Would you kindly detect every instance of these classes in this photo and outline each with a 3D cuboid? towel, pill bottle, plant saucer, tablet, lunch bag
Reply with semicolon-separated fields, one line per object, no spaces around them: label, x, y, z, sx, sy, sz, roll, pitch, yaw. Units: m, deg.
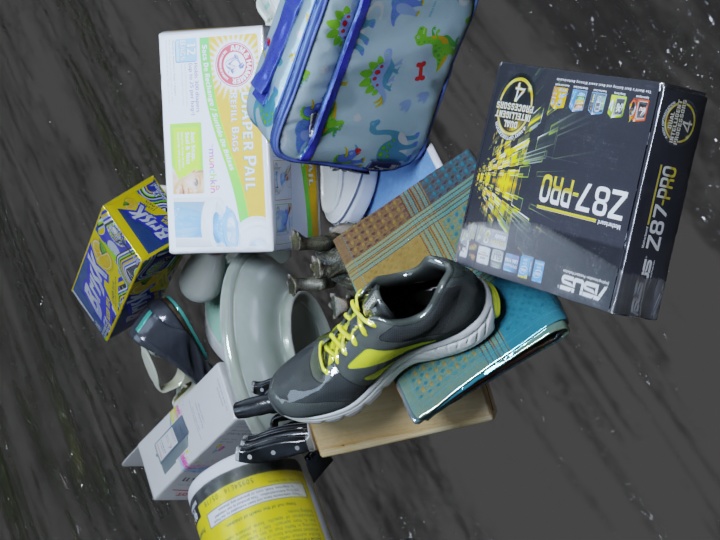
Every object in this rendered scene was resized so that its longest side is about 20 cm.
towel;0.070;0.011;1.331;0.146;0.022;0.201;-33;52;9
pill bottle;-0.072;0.266;1.447;0.114;0.113;0.201;-55;48;46
plant saucer;-0.065;0.075;1.532;0.050;0.200;0.202;-14;77;20
tablet;0.036;-0.073;1.469;0.131;0.014;0.201;-61;41;42
lunch bag;-0.001;-0.181;1.370;0.083;0.160;0.201;51;126;46

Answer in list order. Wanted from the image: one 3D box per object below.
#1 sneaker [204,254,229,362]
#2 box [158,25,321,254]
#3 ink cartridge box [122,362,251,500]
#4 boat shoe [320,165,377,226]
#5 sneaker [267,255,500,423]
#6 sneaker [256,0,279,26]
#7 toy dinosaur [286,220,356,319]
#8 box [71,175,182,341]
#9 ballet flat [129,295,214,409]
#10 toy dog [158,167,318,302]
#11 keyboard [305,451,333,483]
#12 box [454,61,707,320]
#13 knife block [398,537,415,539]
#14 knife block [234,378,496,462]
sneaker;-0.118;0.008;1.679;0.201;0.073;0.119;65;147;37
box;-0.108;-0.119;1.502;0.111;0.101;0.202;-1;94;24
ink cartridge box;-0.141;0.173;1.653;0.200;0.116;0.068;-45;55;37
boat shoe;-0.022;-0.137;1.489;0.073;0.065;0.202;30;118;56
sneaker;0.007;0.045;1.279;0.199;0.085;0.075;-30;50;10
sneaker;-0.059;-0.234;1.563;0.070;0.080;0.202;-24;73;56
toy dinosaur;0.000;0.000;1.434;0.200;0.102;0.078;25;122;55
box;-0.225;-0.008;1.609;0.070;0.064;0.200;53;152;10
ballet flat;-0.174;0.108;1.684;0.073;0.073;0.201;47;172;49
toy dog;-0.110;-0.067;1.624;0.200;0.096;0.132;-37;82;28
keyboard;-0.104;0.232;1.575;0.040;0.200;0.104;51;153;-19
box;0.156;-0.063;1.205;0.200;0.049;0.163;21;102;57
knife block;0.017;0.333;1.475;0.175;0.063;0.202;16;105;60
knife block;-0.009;0.114;1.377;0.199;0.175;0.065;5;117;59
